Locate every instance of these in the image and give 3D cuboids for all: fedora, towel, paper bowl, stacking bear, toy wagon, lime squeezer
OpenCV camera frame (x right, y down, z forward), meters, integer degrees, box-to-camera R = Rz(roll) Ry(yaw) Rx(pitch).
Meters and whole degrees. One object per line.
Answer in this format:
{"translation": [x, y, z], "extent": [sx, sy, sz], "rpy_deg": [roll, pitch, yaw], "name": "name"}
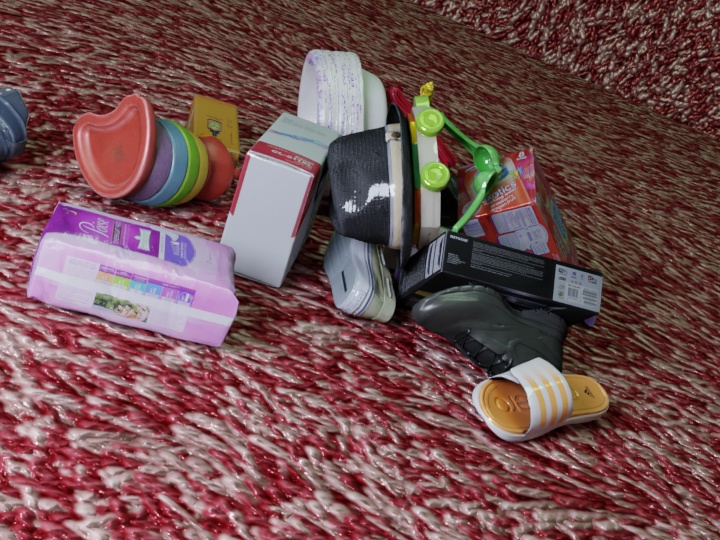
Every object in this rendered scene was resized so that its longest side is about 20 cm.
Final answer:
{"translation": [0.008, -0.095, 1.368], "extent": [0.091, 0.201, 0.201], "rpy_deg": [-2, 24, -2], "name": "fedora"}
{"translation": [0.051, -0.192, 1.741], "extent": [0.145, 0.022, 0.200], "rpy_deg": [49, -21, -12], "name": "towel"}
{"translation": [-0.026, -0.201, 1.643], "extent": [0.104, 0.201, 0.201], "rpy_deg": [2, 26, -13], "name": "paper bowl"}
{"translation": [-0.231, -0.132, 1.443], "extent": [0.121, 0.114, 0.200], "rpy_deg": [-16, -11, 31], "name": "stacking bear"}
{"translation": [0.073, -0.126, 1.386], "extent": [0.039, 0.155, 0.201], "rpy_deg": [-2, 66, -3], "name": "toy wagon"}
{"translation": [0.131, -0.116, 1.374], "extent": [0.070, 0.038, 0.200], "rpy_deg": [16, 44, -21], "name": "lime squeezer"}

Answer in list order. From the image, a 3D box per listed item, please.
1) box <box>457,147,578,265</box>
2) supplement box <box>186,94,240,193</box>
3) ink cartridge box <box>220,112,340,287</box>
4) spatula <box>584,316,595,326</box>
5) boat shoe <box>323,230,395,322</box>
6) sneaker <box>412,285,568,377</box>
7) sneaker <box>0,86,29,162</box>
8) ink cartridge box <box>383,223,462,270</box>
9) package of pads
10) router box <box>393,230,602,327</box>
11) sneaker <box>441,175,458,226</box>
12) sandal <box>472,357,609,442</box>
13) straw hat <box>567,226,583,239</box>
{"translation": [0.197, -0.043, 1.464], "extent": [0.099, 0.200, 0.096], "rpy_deg": [-14, 47, 20], "name": "box"}
{"translation": [-0.205, -0.176, 1.625], "extent": [0.066, 0.069, 0.200], "rpy_deg": [15, 21, -13], "name": "supplement box"}
{"translation": [-0.094, -0.089, 1.407], "extent": [0.083, 0.146, 0.200], "rpy_deg": [19, 22, 1], "name": "ink cartridge box"}
{"translation": [0.243, 0.001, 1.600], "extent": [0.200, 0.021, 0.057], "rpy_deg": [41, 24, 4], "name": "spatula"}
{"translation": [0.000, 0.000, 1.415], "extent": [0.062, 0.072, 0.200], "rpy_deg": [32, 25, -21], "name": "boat shoe"}
{"translation": [0.148, 0.077, 1.320], "extent": [0.199, 0.076, 0.091], "rpy_deg": [16, 59, -21], "name": "sneaker"}
{"translation": [-0.476, -0.182, 1.354], "extent": [0.202, 0.077, 0.146], "rpy_deg": [34, 34, 5], "name": "sneaker"}
{"translation": [0.096, -0.032, 1.555], "extent": [0.116, 0.068, 0.200], "rpy_deg": [24, 21, 4], "name": "ink cartridge box"}
{"translation": [-0.221, 0.002, 1.178], "extent": [0.199, 0.076, 0.121], "rpy_deg": [16, 20, -14], "name": "package of pads"}
{"translation": [0.156, 0.022, 1.383], "extent": [0.199, 0.052, 0.157], "rpy_deg": [15, -20, -16], "name": "router box"}
{"translation": [0.134, -0.098, 1.564], "extent": [0.199, 0.060, 0.104], "rpy_deg": [23, 29, -15], "name": "sneaker"}
{"translation": [0.203, 0.126, 1.265], "extent": [0.206, 0.059, 0.079], "rpy_deg": [-5, 50, -42], "name": "sandal"}
{"translation": [0.227, -0.067, 1.736], "extent": [0.201, 0.085, 0.201], "rpy_deg": [35, 9, -6], "name": "straw hat"}
